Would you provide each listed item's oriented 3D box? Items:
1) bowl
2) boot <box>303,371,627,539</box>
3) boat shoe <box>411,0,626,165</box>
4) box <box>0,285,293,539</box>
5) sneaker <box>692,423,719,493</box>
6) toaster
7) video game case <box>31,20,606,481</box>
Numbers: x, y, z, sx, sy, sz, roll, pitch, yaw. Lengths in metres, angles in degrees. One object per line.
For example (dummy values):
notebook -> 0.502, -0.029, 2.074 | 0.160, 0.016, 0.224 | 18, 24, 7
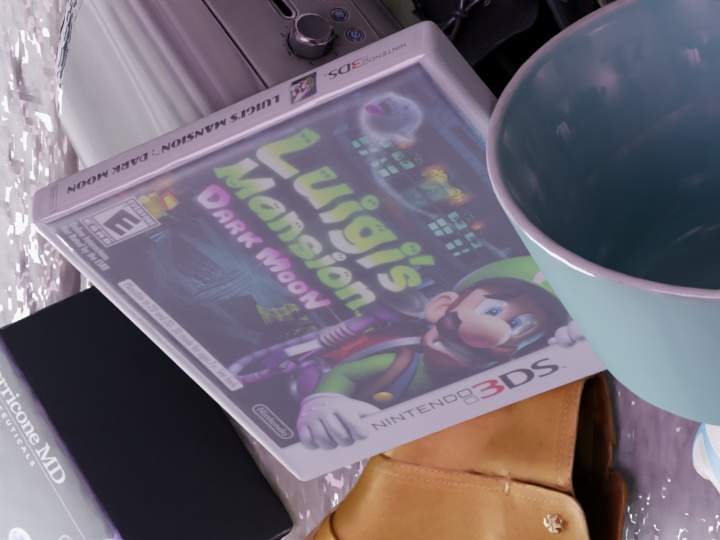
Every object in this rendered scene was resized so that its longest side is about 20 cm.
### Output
bowl -> 0.151, -0.016, 1.059 | 0.201, 0.201, 0.105 | 16, 135, 31
boot -> 0.045, 0.126, 1.252 | 0.144, 0.071, 0.202 | 13, 110, 33
boat shoe -> 0.058, -0.102, 1.160 | 0.075, 0.062, 0.200 | -41, 80, 41
box -> -0.158, 0.116, 1.375 | 0.200, 0.107, 0.149 | -35, 85, 39
sneaker -> 0.207, 0.121, 1.107 | 0.200, 0.076, 0.081 | 57, 142, 9
toaster -> -0.057, -0.070, 1.206 | 0.129, 0.114, 0.200 | 58, 154, 22
video game case -> 0.000, 0.000, 1.137 | 0.182, 0.023, 0.200 | -22, 135, 23
